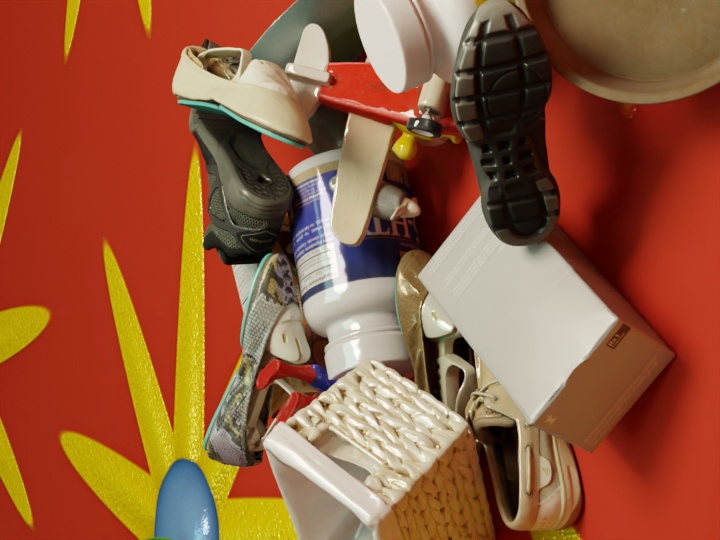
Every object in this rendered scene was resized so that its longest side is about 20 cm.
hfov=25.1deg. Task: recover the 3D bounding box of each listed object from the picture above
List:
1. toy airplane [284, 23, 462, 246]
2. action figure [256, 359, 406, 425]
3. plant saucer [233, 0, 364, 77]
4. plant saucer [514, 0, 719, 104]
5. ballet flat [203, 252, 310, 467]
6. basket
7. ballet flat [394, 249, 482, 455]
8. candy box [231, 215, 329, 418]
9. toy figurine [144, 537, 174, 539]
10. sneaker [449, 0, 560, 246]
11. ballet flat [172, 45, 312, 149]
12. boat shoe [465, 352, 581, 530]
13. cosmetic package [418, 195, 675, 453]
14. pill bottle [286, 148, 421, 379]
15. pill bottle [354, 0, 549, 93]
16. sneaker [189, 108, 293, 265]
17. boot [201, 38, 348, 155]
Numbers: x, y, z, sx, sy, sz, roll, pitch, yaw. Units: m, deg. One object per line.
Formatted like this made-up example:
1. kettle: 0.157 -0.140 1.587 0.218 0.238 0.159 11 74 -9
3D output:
1. toy airplane: 0.028 -0.146 1.428 0.199 0.141 0.201 -37 59 19
2. action figure: -0.016 0.133 1.428 0.099 0.199 0.066 -52 51 28
3. plant saucer: -0.037 -0.210 1.528 0.039 0.200 0.201 49 137 10
4. plant saucer: 0.204 -0.217 1.134 0.197 0.029 0.203 0 91 19
5. ballet flat: -0.082 0.087 1.478 0.072 0.071 0.203 29 103 57
6. basket: 0.022 0.189 1.343 0.135 0.123 0.201 32 152 34
7. ballet flat: 0.075 0.079 1.407 0.072 0.067 0.203 -15 78 61
8. candy box: -0.052 0.042 1.584 0.055 0.114 0.202 -50 47 45
9. toy figurine: -0.250 0.453 1.925 0.201 0.148 0.186 -94 12 -56
10. sneaker: 0.101 -0.114 1.187 0.080 0.074 0.202 -101 2 -52
11. ballet flat: -0.102 -0.159 1.412 0.199 0.069 0.070 24 110 48
12. boat shoe: 0.122 0.116 1.327 0.072 0.064 0.202 -45 51 50
13. cosmetic package: 0.140 0.033 1.255 0.107 0.090 0.201 -50 44 15
14. pill bottle: 0.000 0.000 1.492 0.120 0.118 0.203 -36 58 54
15. pill bottle: 0.101 -0.209 1.223 0.113 0.198 0.113 58 163 30
16. sneaker: -0.125 -0.081 1.545 0.200 0.075 0.115 60 140 44
17. boot: -0.089 -0.164 1.644 0.201 0.129 0.068 57 135 45
